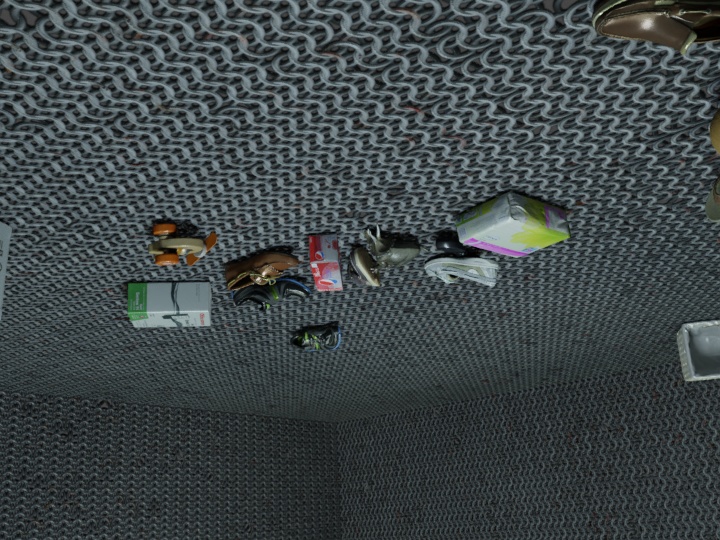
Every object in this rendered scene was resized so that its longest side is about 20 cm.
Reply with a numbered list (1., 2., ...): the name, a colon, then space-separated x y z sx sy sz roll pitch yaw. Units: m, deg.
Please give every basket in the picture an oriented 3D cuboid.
1. basket: 1.236 0.286 2.530 0.197 0.201 0.161 -7 162 11

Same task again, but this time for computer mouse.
1. computer mouse: 0.227 -0.053 1.648 0.058 0.034 0.200 1 172 29

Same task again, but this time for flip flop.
1. flip flop: 0.697 -0.160 1.342 0.057 0.081 0.200 -6 157 -8

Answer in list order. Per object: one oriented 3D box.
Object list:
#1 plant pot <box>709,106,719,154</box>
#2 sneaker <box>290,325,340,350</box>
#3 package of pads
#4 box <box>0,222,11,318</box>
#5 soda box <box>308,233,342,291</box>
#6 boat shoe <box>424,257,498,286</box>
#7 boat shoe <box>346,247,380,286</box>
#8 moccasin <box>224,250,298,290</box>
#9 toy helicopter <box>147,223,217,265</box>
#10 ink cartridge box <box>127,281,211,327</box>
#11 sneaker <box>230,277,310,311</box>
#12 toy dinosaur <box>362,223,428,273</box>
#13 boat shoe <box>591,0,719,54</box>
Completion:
1. plant pot: 0.605 -0.223 1.036 0.185 0.187 0.200 -1 174 -9
2. sneaker: -0.140 0.217 2.255 0.199 0.071 0.083 -15 164 38
3. package of pads: 0.320 -0.091 1.490 0.199 0.069 0.154 11 157 -36
4. box: -0.787 -0.009 1.324 0.171 0.200 0.200 -9 160 18
5. soda box: -0.077 -0.016 1.628 0.063 0.070 0.200 -4 160 0
6. boat shoe: 0.236 0.005 1.710 0.201 0.065 0.074 0 172 40
7. boat shoe: 0.000 0.000 1.691 0.064 0.072 0.200 -13 165 11
8. moccasin: -0.228 0.004 1.645 0.201 0.078 0.074 -13 159 24
9. toy helicopter: -0.386 -0.045 1.523 0.132 0.079 0.200 -3 174 -30
10. ink cartridge box: -0.481 0.088 1.831 0.199 0.083 0.147 -1 161 -10
11. sneaker: -0.224 0.063 1.807 0.199 0.083 0.071 0 161 -10
12. toy dinosaur: 0.080 -0.037 1.592 0.199 0.077 0.102 11 163 -29
13. boat shoe: 0.391 -0.305 0.882 0.201 0.075 0.075 -6 161 7
